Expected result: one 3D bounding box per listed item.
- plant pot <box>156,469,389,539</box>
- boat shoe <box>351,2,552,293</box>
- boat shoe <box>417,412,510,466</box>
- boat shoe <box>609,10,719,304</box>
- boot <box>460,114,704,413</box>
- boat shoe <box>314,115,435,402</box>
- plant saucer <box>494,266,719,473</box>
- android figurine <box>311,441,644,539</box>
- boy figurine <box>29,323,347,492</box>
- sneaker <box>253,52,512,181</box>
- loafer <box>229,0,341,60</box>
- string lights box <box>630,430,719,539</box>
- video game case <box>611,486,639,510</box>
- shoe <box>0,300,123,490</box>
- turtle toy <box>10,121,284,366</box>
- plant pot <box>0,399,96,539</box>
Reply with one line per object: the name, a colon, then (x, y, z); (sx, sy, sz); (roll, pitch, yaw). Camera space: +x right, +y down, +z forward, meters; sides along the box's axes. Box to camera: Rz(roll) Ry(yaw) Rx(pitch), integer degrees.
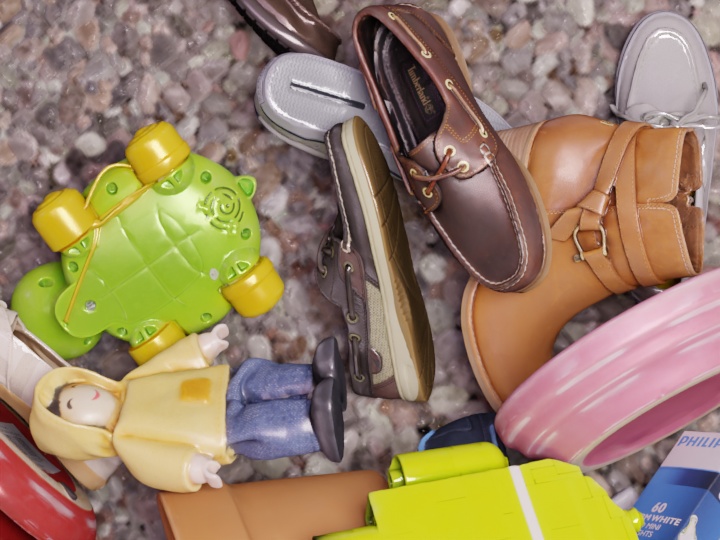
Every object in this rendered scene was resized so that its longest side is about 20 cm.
plant pot: (-0.032, 0.212, 0.893); (0.139, 0.200, 0.202); (-19, 81, -12)
boat shoe: (0.050, -0.075, 0.887); (0.070, 0.070, 0.201); (-35, 73, 28)
boat shoe: (0.107, 0.183, 0.905); (0.068, 0.084, 0.201); (-28, 83, -1)
boat shoe: (0.200, -0.079, 0.942); (0.074, 0.086, 0.204); (5, 85, 7)
boot: (0.144, 0.003, 0.904); (0.153, 0.073, 0.202); (1, 101, 34)
boat shoe: (0.000, 0.000, 0.934); (0.064, 0.073, 0.202); (-9, 110, 13)
plant saucer: (0.178, 0.066, 0.868); (0.199, 0.201, 0.051); (-30, 71, 2)
android figurine: (0.076, 0.175, 0.805); (0.198, 0.041, 0.183); (-9, 52, -14)
boy figurine: (-0.107, 0.082, 0.885); (0.198, 0.065, 0.125); (-2, 45, 8)
sneaker: (0.021, -0.098, 0.976); (0.198, 0.071, 0.074); (22, 84, -13)
loafer: (-0.074, -0.224, 0.996); (0.071, 0.073, 0.200); (-40, 82, 0)
string lights box: (0.192, 0.206, 0.871); (0.103, 0.059, 0.200); (49, 66, -17)
video game case: (0.153, 0.276, 0.940); (0.199, 0.022, 0.183); (-36, 81, 1)
shoe: (-0.223, 0.057, 0.936); (0.053, 0.070, 0.200); (-42, 101, 6)
turtle toy: (-0.153, -0.006, 0.965); (0.199, 0.101, 0.146); (-34, 104, 4)
plant pot: (-0.287, 0.166, 0.917); (0.200, 0.201, 0.183); (42, 83, 9)
